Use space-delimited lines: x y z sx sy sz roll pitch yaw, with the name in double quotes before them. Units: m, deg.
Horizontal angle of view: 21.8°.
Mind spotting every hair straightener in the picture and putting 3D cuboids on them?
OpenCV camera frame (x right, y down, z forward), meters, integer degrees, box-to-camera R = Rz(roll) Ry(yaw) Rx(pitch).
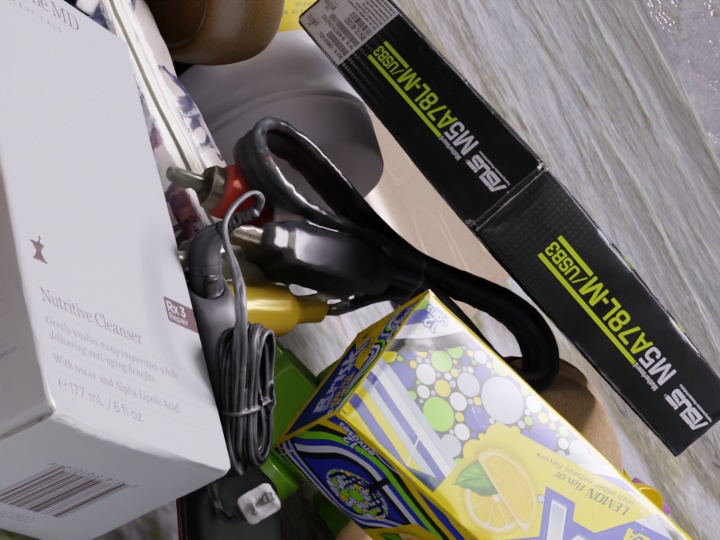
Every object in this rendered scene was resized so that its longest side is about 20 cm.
"hair straightener" -0.041 0.070 0.716 0.077 0.041 0.200 24 -66 62

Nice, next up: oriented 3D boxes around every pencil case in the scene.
"pencil case" -0.100 -0.059 0.819 0.078 0.089 0.200 -30 96 -27

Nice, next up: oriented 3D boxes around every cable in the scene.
"cable" 0.000 0.000 0.807 0.200 0.050 0.097 20 57 -37

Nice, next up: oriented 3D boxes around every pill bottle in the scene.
"pill bottle" -0.060 -0.127 0.969 0.114 0.114 0.200 28 40 -60

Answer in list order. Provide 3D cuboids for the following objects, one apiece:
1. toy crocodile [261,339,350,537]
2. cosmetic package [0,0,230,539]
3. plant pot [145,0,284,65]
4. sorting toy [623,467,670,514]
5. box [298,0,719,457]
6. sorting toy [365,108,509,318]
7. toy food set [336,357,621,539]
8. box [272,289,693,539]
"toy crocodile" -0.013 0.083 0.905 0.062 0.067 0.200 53 7 38
"cosmetic package" -0.128 -0.010 0.692 0.113 0.081 0.200 29 41 -57
"plant pot" -0.114 -0.172 0.841 0.027 0.200 0.200 -40 109 -26
"sorting toy" 0.129 0.144 1.196 0.200 0.107 0.180 47 6 -41
"box" 0.072 -0.029 0.869 0.193 0.047 0.200 48 4 -42
"sorting toy" 0.032 -0.054 1.255 0.185 0.036 0.200 63 23 -4
"toy food set" 0.063 0.138 0.899 0.200 0.049 0.198 -60 141 -21
"box" 0.067 0.106 0.746 0.200 0.064 0.070 43 59 -8
